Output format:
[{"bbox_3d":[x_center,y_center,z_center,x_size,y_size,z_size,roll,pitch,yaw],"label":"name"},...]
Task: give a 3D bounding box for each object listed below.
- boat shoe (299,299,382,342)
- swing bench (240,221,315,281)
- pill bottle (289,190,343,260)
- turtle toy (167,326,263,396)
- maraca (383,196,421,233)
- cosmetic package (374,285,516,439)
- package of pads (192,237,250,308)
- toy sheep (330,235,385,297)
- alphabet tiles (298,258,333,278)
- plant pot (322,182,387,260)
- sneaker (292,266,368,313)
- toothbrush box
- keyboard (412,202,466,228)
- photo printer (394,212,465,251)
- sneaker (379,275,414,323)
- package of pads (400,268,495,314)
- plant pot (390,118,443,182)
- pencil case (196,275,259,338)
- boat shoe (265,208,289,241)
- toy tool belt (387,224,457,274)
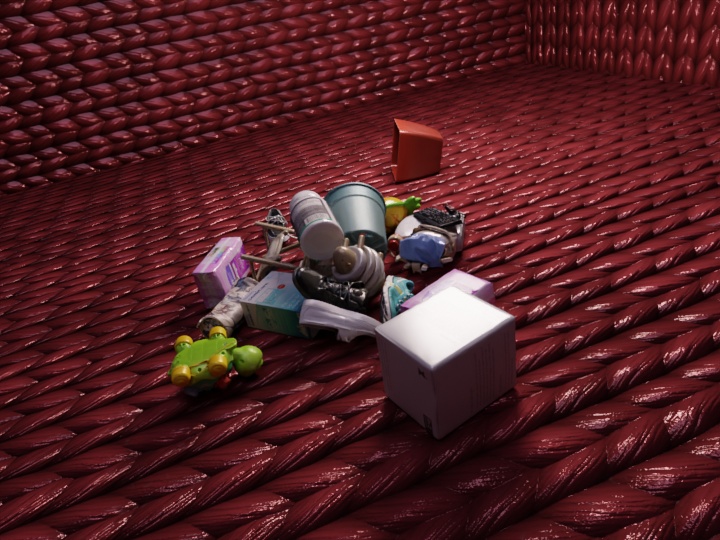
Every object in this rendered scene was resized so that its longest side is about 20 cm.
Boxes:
[{"bbox_3d":[-0.040,0.124,1.145,0.200,0.072,0.069,20,72,-11],"label":"boat shoe"},{"bbox_3d":[-0.209,-0.044,1.442,0.199,0.130,0.199,-3,32,5],"label":"swing bench"},{"bbox_3d":[-0.121,-0.124,1.331,0.113,0.113,0.200,-16,37,-9],"label":"pill bottle"},{"bbox_3d":[-0.311,0.200,1.098,0.199,0.101,0.146,-14,30,-7],"label":"turtle toy"},{"bbox_3d":[0.096,-0.177,1.594,0.200,0.137,0.107,-21,74,-5],"label":"maraca"},{"bbox_3d":[0.159,0.161,0.946,0.200,0.165,0.165,-25,32,-25],"label":"cosmetic package"},{"bbox_3d":[-0.381,0.005,1.423,0.075,0.121,0.200,-3,31,13],"label":"package of pads"},{"bbox_3d":[0.000,0.000,1.265,0.138,0.200,0.138,-21,52,30],"label":"toy sheep"},{"bbox_3d":[-0.085,-0.009,1.474,0.199,0.015,0.196,-5,30,11],"label":"alphabet tiles"},{"bbox_3d":[-0.012,-0.110,1.427,0.200,0.201,0.196,-11,40,0],"label":"plant pot"},{"bbox_3d":[-0.057,0.042,1.172,0.114,0.199,0.076,-26,37,40],"label":"sneaker"},{"bbox_3d":[-0.173,0.081,1.276,0.200,0.085,0.146,6,35,30],"label":"toothbrush box"},{"bbox_3d":[0.225,-0.166,1.462,0.104,0.040,0.200,-12,21,-12],"label":"keyboard"},{"bbox_3d":[0.201,-0.110,1.495,0.199,0.070,0.166,-2,29,15],"label":"photo printer"},{"bbox_3d":[0.089,0.067,1.223,0.079,0.078,0.200,7,28,8],"label":"sneaker"},{"bbox_3d":[0.200,0.078,1.167,0.200,0.076,0.120,-30,34,-30],"label":"package of pads"},{"bbox_3d":[0.221,-0.469,2.006,0.176,0.200,0.200,1,29,-3],"label":"plant pot"},{"bbox_3d":[-0.328,0.097,1.302,0.089,0.078,0.200,24,37,5],"label":"pencil case"},{"bbox_3d":[-0.284,-0.157,1.738,0.073,0.068,0.199,-12,30,-2],"label":"boat shoe"},{"bbox_3d":[0.154,-0.055,1.365,0.199,0.125,0.123,4,26,19],"label":"toy tool belt"}]
